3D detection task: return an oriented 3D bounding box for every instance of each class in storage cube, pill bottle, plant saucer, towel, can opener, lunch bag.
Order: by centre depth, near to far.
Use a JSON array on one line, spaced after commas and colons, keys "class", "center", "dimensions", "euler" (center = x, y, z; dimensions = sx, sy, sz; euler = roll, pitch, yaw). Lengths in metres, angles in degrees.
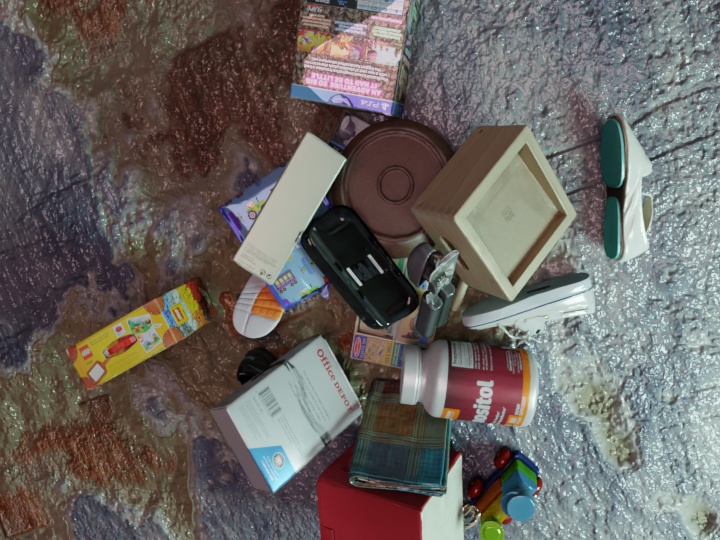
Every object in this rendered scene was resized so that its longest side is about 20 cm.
[{"class": "can opener", "center": [0.096, 0.025, 0.813], "dimensions": [0.053, 0.202, 0.067], "euler": [-40, 69, -19]}, {"class": "plant saucer", "center": [0.052, -0.121, 0.848], "dimensions": [0.193, 0.034, 0.208], "euler": [0, 89, 5]}, {"class": "pill bottle", "center": [0.158, 0.167, 0.881], "dimensions": [0.193, 0.113, 0.117], "euler": [6, 103, 2]}, {"class": "towel", "center": [0.067, 0.245, 0.893], "dimensions": [0.142, 0.202, 0.022], "euler": [2, 125, 12]}, {"class": "lunch bag", "center": [-0.098, -0.048, 0.902], "dimensions": [0.148, 0.094, 0.204], "euler": [-31, 92, 2]}, {"class": "storage cube", "center": [0.052, 0.382, 0.913], "dimensions": [0.175, 0.170, 0.207], "euler": [5, 105, 30]}]

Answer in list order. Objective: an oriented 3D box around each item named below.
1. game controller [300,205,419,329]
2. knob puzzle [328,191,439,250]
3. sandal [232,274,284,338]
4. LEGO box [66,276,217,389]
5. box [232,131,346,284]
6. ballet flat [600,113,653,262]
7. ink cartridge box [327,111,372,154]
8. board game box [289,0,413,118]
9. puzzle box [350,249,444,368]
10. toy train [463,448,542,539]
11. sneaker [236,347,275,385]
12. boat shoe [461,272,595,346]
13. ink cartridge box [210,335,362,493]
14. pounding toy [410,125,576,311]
[{"class": "game controller", "center": [0.000, 0.000, 0.862], "dimensions": [0.103, 0.042, 0.201], "euler": [-32, 108, 24]}, {"class": "knob puzzle", "center": [0.019, -0.049, 0.927], "dimensions": [0.212, 0.030, 0.227], "euler": [3, 102, 13]}, {"class": "sandal", "center": [-0.137, 0.015, 0.968], "dimensions": [0.077, 0.059, 0.211], "euler": [25, 85, 9]}, {"class": "LEGO box", "center": [-0.364, 0.103, 0.989], "dimensions": [0.196, 0.149, 0.079], "euler": [-27, 95, 17]}, {"class": "box", "center": [-0.099, -0.088, 0.819], "dimensions": [0.067, 0.082, 0.203], "euler": [31, 97, -11]}, {"class": "ballet flat", "center": [0.374, -0.115, 0.816], "dimensions": [0.067, 0.070, 0.207], "euler": [-4, 105, 14]}, {"class": "ink cartridge box", "center": [0.039, -0.147, 0.886], "dimensions": [0.196, 0.039, 0.101], "euler": [29, 91, 5]}, {"class": "board game box", "center": [-0.004, -0.336, 0.836], "dimensions": [0.154, 0.097, 0.207], "euler": [13, 104, 11]}, {"class": "puzzle box", "center": [0.060, 0.057, 0.921], "dimensions": [0.129, 0.026, 0.206], "euler": [10, 111, 4]}, {"class": "toy train", "center": [0.206, 0.393, 0.930], "dimensions": [0.084, 0.116, 0.202], "euler": [37, 107, 3]}, {"class": "sneaker", "center": [-0.148, 0.234, 1.003], "dimensions": [0.075, 0.079, 0.202], "euler": [-34, 94, 17]}, {"class": "boat shoe", "center": [0.255, 0.073, 0.879], "dimensions": [0.196, 0.075, 0.089], "euler": [-18, 100, 6]}, {"class": "ink cartridge box", "center": [-0.113, 0.222, 0.927], "dimensions": [0.083, 0.198, 0.148], "euler": [-23, 99, 54]}, {"class": "pounding toy", "center": [0.174, -0.058, 0.809], "dimensions": [0.185, 0.141, 0.201], "euler": [-48, 119, -11]}]
